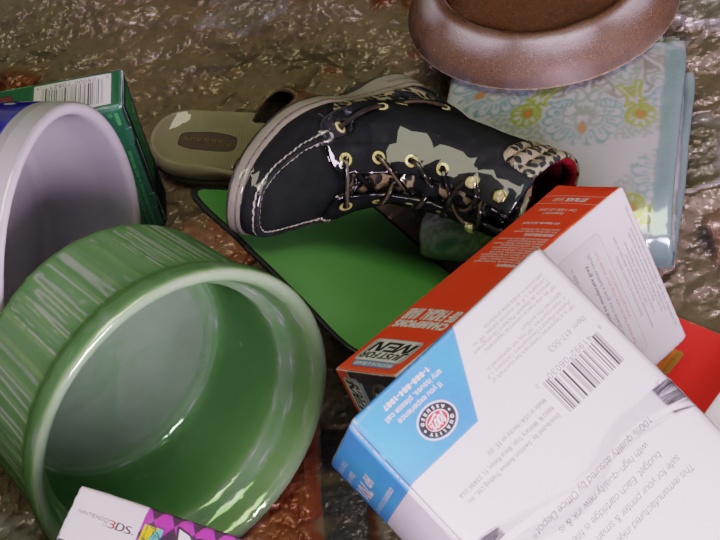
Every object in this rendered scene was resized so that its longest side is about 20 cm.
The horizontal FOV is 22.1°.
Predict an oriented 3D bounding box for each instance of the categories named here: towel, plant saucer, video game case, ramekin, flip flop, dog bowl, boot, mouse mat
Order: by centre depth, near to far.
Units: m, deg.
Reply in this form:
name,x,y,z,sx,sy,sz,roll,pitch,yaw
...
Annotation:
name,x,y,z,sx,sy,sz,roll,pitch,yaw
video game case,-0.031,0.179,0.926,0.180,0.200,0.036,13,70,28
ramekin,-0.127,0.071,1.084,0.199,0.201,0.097,-36,44,-20
boot,0.029,-0.056,1.160,0.153,0.074,0.203,25,36,29
dog bowl,-0.213,-0.006,1.164,0.078,0.201,0.201,3,49,17
mouse mat,0.000,0.000,1.177,0.160,0.008,0.200,1,32,-42
towel,0.138,-0.082,1.264,0.170,0.048,0.201,0,49,16
flip flop,-0.060,-0.099,1.310,0.198,0.058,0.081,4,47,18
plant saucer,0.130,-0.204,1.329,0.198,0.032,0.201,-7,43,7

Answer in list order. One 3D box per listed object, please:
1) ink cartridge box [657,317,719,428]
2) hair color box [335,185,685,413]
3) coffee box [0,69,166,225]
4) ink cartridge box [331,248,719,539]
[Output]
name,x,y,z,sx,sy,sz,roll,pitch,yaw
ink cartridge box,0.197,0.108,1.080,0.175,0.045,0.200,25,58,30
hair color box,0.092,0.048,1.092,0.200,0.112,0.064,-38,23,-29
coffee box,-0.245,-0.068,1.280,0.198,0.123,0.044,-11,48,4
ink cartridge box,0.105,0.115,0.959,0.146,0.086,0.200,-41,82,-21
